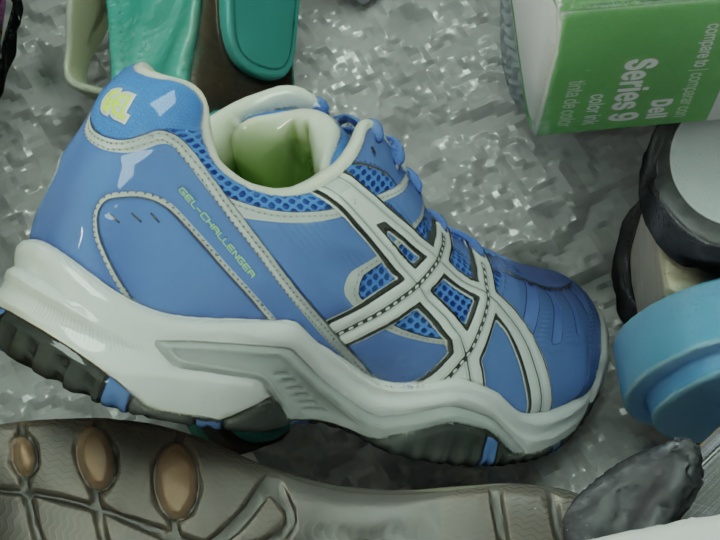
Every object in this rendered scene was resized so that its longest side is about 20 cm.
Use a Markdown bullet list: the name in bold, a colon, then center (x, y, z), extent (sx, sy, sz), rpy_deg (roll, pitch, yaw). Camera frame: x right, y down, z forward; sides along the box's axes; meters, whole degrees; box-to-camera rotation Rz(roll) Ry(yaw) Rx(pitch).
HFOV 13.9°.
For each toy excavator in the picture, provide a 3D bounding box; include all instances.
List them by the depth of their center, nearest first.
- **toy excavator**: center (0.168, 0.053, 0.764), extent (0.193, 0.100, 0.201), rpy_deg (-7, 73, -5)

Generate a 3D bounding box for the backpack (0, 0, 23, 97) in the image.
- **backpack**: center (-0.176, -0.092, 0.798), extent (0.175, 0.154, 0.201), rpy_deg (11, 43, -9)

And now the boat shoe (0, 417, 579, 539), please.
- **boat shoe**: center (-0.027, 0.085, 0.742), extent (0.199, 0.073, 0.075), rpy_deg (10, 75, -4)

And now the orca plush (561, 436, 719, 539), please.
- **orca plush**: center (0.099, 0.085, 0.647), extent (0.199, 0.071, 0.105), rpy_deg (-30, 39, -12)

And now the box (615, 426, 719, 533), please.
- **box**: center (0.145, 0.116, 0.688), extent (0.158, 0.048, 0.200), rpy_deg (-41, 86, -8)

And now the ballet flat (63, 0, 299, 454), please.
- **ballet flat**: center (-0.050, -0.042, 0.822), extent (0.070, 0.067, 0.201), rpy_deg (-11, 71, 34)

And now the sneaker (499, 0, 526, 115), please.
- **sneaker**: center (0.109, -0.133, 0.822), extent (0.114, 0.075, 0.201), rpy_deg (11, 99, 19)

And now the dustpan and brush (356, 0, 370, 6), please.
- **dustpan and brush**: center (0.017, -0.196, 0.855), extent (0.139, 0.057, 0.201), rpy_deg (-30, 102, -17)

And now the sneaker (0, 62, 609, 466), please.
- **sneaker**: center (0.000, 0.000, 0.740), extent (0.075, 0.199, 0.078), rpy_deg (25, 101, 39)

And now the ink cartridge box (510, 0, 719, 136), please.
- **ink cartridge box**: center (0.132, -0.121, 0.725), extent (0.198, 0.088, 0.146), rpy_deg (-6, 70, -3)
